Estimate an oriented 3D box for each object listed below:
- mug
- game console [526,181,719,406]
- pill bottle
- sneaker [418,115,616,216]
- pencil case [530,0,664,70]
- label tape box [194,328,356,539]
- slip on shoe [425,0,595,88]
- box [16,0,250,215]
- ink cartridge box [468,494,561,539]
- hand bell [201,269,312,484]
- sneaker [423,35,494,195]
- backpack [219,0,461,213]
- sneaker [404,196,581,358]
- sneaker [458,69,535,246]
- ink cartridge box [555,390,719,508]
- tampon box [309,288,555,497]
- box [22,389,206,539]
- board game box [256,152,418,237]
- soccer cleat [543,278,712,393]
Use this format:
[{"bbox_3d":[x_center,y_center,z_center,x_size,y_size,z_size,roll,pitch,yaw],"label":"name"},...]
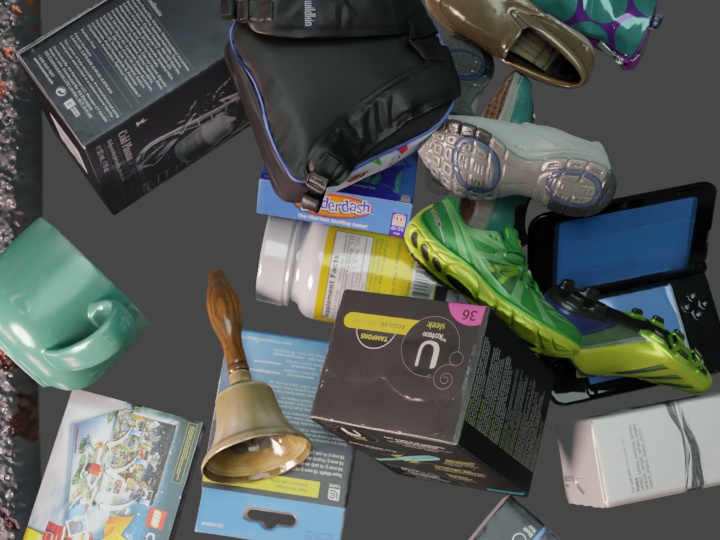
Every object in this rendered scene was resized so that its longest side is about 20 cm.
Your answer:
[{"bbox_3d":[-0.293,0.040,1.125,0.152,0.185,0.114,44,79,-2],"label":"mug"},{"bbox_3d":[0.275,0.026,1.194,0.198,0.117,0.178,-11,74,-6],"label":"game console"},{"bbox_3d":[0.000,0.000,1.188,0.198,0.114,0.115,10,73,0],"label":"pill bottle"},{"bbox_3d":[0.150,-0.111,1.156,0.198,0.075,0.087,17,34,2],"label":"sneaker"},{"bbox_3d":[0.229,-0.293,1.301,0.198,0.085,0.093,22,67,4],"label":"pencil case"},{"bbox_3d":[-0.074,0.168,1.161,0.143,0.063,0.202,9,73,1],"label":"label tape box"},{"bbox_3d":[0.158,-0.253,1.257,0.199,0.076,0.061,31,36,-5],"label":"slip on shoe"},{"bbox_3d":[-0.212,-0.183,1.185,0.196,0.200,0.124,-36,80,-12],"label":"box"},{"bbox_3d":[0.116,0.325,1.140,0.099,0.039,0.200,40,76,8],"label":"ink cartridge box"},{"bbox_3d":[-0.118,0.089,1.121,0.103,0.104,0.201,-13,60,-7],"label":"hand bell"},{"bbox_3d":[0.093,-0.170,1.263,0.074,0.087,0.201,17,55,-6],"label":"sneaker"},{"bbox_3d":[-0.013,-0.165,1.075,0.189,0.154,0.202,-21,89,-11],"label":"backpack"},{"bbox_3d":[0.134,0.004,1.100,0.200,0.074,0.084,41,76,6],"label":"sneaker"},{"bbox_3d":[0.162,-0.115,1.260,0.079,0.071,0.202,22,69,-15],"label":"sneaker"},{"bbox_3d":[0.301,0.167,1.136,0.198,0.144,0.085,-11,82,-6],"label":"ink cartridge box"},{"bbox_3d":[0.073,0.115,1.092,0.149,0.200,0.127,6,70,29],"label":"tampon box"},{"bbox_3d":[-0.244,0.229,1.148,0.135,0.038,0.202,15,74,1],"label":"box"},{"bbox_3d":[-0.016,-0.122,1.207,0.150,0.045,0.201,9,39,-1],"label":"board game box"},{"bbox_3d":[0.255,0.079,1.168,0.199,0.065,0.084,25,113,-14],"label":"soccer cleat"}]
